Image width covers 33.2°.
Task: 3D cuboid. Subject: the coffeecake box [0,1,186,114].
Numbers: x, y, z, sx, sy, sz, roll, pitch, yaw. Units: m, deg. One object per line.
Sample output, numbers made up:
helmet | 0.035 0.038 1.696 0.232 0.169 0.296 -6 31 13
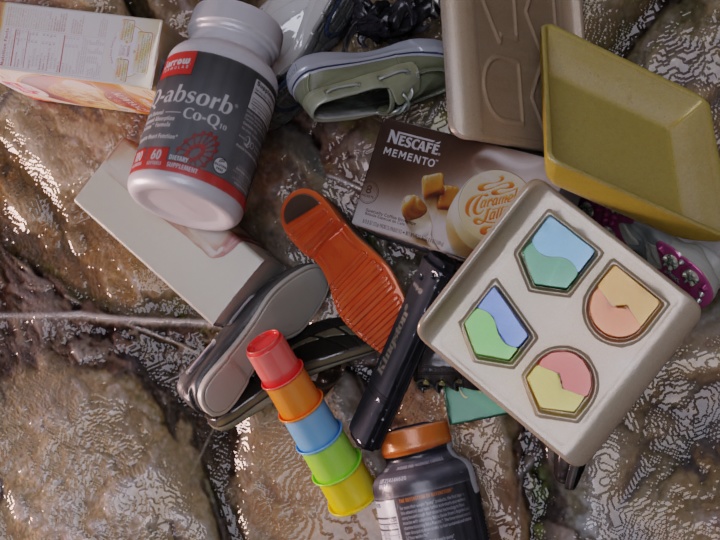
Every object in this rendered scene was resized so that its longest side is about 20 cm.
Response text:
coffeecake box | -0.277 -0.216 1.258 0.197 0.153 0.074 9 87 12

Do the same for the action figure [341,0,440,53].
action figure | 0.055 -0.292 1.225 0.198 0.119 0.103 -27 91 -2

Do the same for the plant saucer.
plant saucer | 0.245 -0.120 1.135 0.198 0.202 0.049 21 135 -16

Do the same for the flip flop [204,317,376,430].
flip flop | -0.066 0.113 1.241 0.199 0.081 0.058 -31 117 -1

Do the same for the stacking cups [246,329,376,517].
stacking cups | -0.046 0.146 1.192 0.060 0.061 0.202 -23 111 8

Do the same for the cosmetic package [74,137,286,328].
cosmetic package | -0.185 -0.037 1.255 0.200 0.103 0.088 41 93 9

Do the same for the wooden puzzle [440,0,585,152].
wooden puzzle | 0.146 -0.210 1.183 0.046 0.198 0.188 -9 83 46

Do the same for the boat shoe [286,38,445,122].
boat shoe | 0.022 -0.182 1.205 0.198 0.072 0.063 -11 60 -24

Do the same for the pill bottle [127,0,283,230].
pill bottle | -0.145 -0.151 1.171 0.114 0.116 0.203 10 72 11

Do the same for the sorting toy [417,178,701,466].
sorting toy | 0.178 0.046 1.092 0.199 0.036 0.186 39 91 7

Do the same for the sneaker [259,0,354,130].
sneaker | -0.081 -0.233 1.275 0.087 0.074 0.201 34 88 26

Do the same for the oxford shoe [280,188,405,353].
oxford shoe | 0.000 0.000 1.227 0.071 0.073 0.201 -38 76 16

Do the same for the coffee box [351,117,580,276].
coffee box | 0.105 -0.067 1.192 0.198 0.080 0.116 18 88 24

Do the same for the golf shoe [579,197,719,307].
golf shoe | 0.290 -0.055 1.192 0.091 0.076 0.200 -34 73 -23

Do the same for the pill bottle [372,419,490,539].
pill bottle | 0.072 0.250 1.183 0.105 0.106 0.203 -13 84 9

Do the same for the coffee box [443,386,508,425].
coffee box | 0.173 0.076 1.208 0.197 0.044 0.125 -14 83 9

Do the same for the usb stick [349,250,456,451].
usb stick | 0.040 0.078 1.156 0.032 0.056 0.202 20 102 -15

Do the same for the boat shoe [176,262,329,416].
boat shoe | -0.112 0.061 1.234 0.057 0.067 0.200 16 56 44

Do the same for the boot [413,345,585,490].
boot | 0.136 0.107 1.164 0.172 0.069 0.203 -2 81 16
